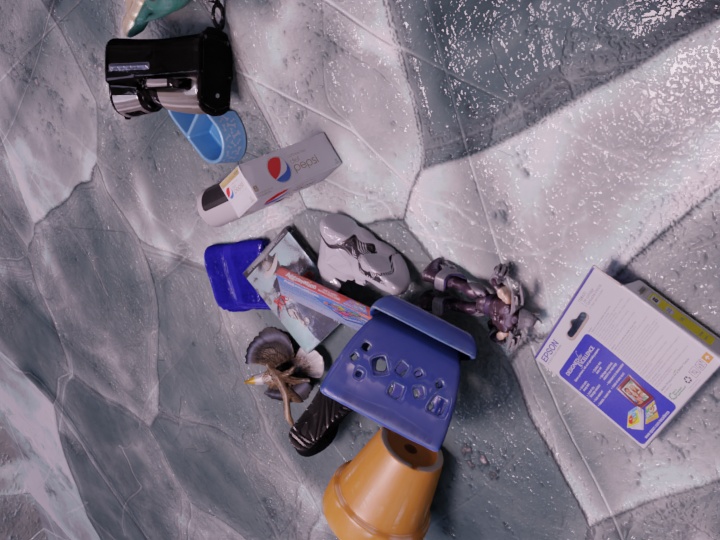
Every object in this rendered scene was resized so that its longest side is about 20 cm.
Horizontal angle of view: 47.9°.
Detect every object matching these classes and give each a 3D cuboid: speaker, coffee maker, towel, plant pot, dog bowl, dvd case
[{"bbox_3d":[-0.219,-0.141,1.504,0.199,0.081,0.082,-15,101,47],"label":"speaker"},{"bbox_3d":[-0.333,-0.365,1.428,0.198,0.135,0.194,4,74,20],"label":"coffee maker"},{"bbox_3d":[-0.236,0.016,1.626,0.199,0.049,0.149,-5,109,45],"label":"towel"},{"bbox_3d":[0.056,0.382,1.457,0.200,0.199,0.184,38,118,22],"label":"plant pot"},{"bbox_3d":[0.065,0.151,1.254,0.198,0.181,0.200,27,173,3],"label":"plant pot"},{"bbox_3d":[-0.295,-0.284,1.519,0.201,0.049,0.112,51,137,9],"label":"dog bowl"},{"bbox_3d":[-0.116,0.038,1.509,0.146,0.022,0.201,-43,81,30],"label":"dvd case"}]

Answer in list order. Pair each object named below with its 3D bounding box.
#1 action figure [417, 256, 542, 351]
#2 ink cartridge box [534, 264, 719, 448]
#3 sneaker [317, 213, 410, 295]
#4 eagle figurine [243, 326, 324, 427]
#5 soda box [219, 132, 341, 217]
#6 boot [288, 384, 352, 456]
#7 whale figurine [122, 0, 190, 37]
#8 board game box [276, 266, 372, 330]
[{"bbox_3d":[0.185,0.046,1.229,0.199,0.069,0.132,20,117,31],"label":"action figure"},{"bbox_3d":[0.363,0.114,1.109,0.200,0.047,0.199,42,136,21],"label":"ink cartridge box"},{"bbox_3d":[0.000,0.000,1.376,0.200,0.075,0.116,40,136,27],"label":"sneaker"},{"bbox_3d":[-0.161,0.203,1.618,0.149,0.200,0.153,20,92,-7],"label":"eagle figurine"},{"bbox_3d":[-0.127,-0.157,1.314,0.068,0.199,0.064,-33,88,48],"label":"soda box"},{"bbox_3d":[-0.059,0.272,1.561,0.076,0.200,0.168,41,170,10],"label":"boot"},{"bbox_3d":[-0.353,-0.482,1.420,0.103,0.160,0.200,26,142,-19],"label":"whale figurine"},{"bbox_3d":[-0.052,0.058,1.415,0.198,0.020,0.103,25,161,8],"label":"board game box"}]
